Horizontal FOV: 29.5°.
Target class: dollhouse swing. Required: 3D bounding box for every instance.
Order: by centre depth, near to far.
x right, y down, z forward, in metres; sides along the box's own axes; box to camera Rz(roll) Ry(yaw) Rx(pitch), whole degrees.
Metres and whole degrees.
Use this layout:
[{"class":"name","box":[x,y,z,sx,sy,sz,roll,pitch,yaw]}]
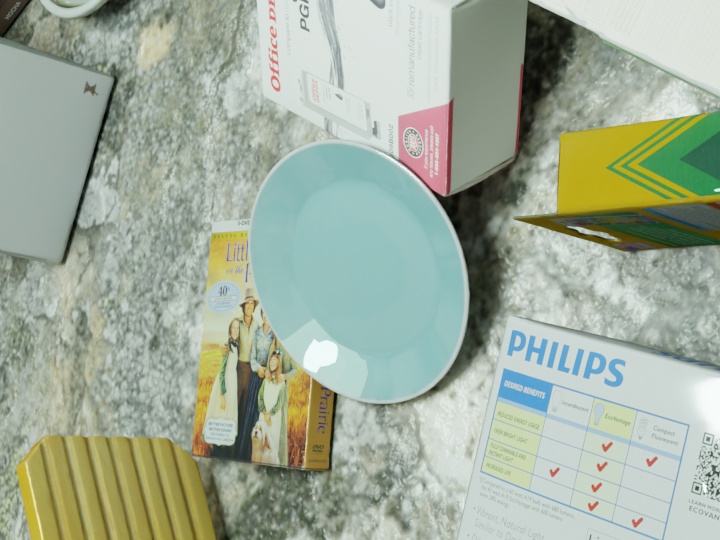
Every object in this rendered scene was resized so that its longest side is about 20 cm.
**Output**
[{"class":"dollhouse swing","box":[-0.136,0.199,1.022,0.181,0.199,0.177,-19,71,41]}]

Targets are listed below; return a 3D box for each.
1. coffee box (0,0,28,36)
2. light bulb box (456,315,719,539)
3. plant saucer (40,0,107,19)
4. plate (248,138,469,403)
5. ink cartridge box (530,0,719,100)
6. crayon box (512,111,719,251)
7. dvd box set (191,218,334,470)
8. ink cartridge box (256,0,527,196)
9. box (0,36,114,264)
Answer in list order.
[{"class":"coffee box","box":[-0.429,-0.369,1.516,0.113,0.079,0.201,-41,55,31]},{"class":"light bulb box","box":[0.169,0.148,0.783,0.197,0.124,0.202,14,92,46]},{"class":"plant saucer","box":[-0.256,-0.344,1.359,0.199,0.050,0.202,-11,75,43]},{"class":"plate","box":[0.000,0.000,1.004,0.199,0.026,0.202,14,115,32]},{"class":"ink cartridge box","box":[0.182,-0.208,0.842,0.199,0.048,0.146,31,105,19]},{"class":"crayon box","box":[0.203,-0.050,0.787,0.199,0.125,0.052,-4,78,44]},{"class":"dvd box set","box":[-0.076,0.057,1.114,0.146,0.029,0.202,-1,82,45]},{"class":"ink cartridge box","box":[0.017,-0.163,0.971,0.199,0.083,0.147,31,137,36]},{"class":"box","box":[-0.386,-0.134,1.342,0.171,0.199,0.201,23,97,43]}]
